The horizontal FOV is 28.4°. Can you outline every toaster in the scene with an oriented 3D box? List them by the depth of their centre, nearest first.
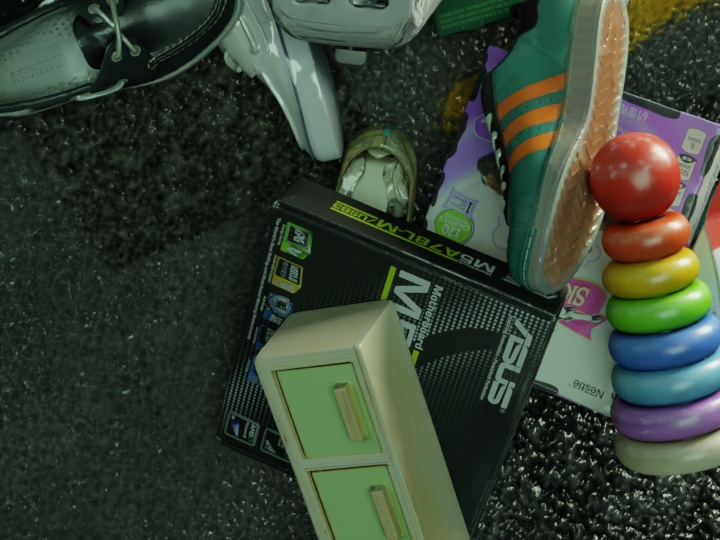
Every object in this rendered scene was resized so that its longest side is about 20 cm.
[{"bbox_3d":[0.002,-0.230,0.864,0.112,0.130,0.202,7,122,9],"label":"toaster"}]

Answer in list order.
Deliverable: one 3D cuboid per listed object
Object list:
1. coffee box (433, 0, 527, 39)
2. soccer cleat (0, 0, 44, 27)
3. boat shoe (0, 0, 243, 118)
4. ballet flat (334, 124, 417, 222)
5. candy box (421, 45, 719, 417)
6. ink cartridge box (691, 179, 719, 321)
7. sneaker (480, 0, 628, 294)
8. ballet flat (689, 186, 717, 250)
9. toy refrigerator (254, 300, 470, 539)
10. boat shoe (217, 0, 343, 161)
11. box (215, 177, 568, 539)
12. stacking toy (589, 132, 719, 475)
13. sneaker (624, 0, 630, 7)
[{"bbox_3d":[0.085,-0.267,0.937,0.122,0.044,0.202,-12,100,29],"label":"coffee box"},{"bbox_3d":[-0.207,-0.245,0.919,0.073,0.068,0.201,41,105,15],"label":"soccer cleat"},{"bbox_3d":[-0.170,-0.144,0.910,0.199,0.060,0.076,-24,95,14],"label":"boat shoe"},{"bbox_3d":[0.000,0.000,0.977,0.070,0.071,0.202,8,97,-9],"label":"ballet flat"},{"bbox_3d":[0.133,-0.025,0.957,0.166,0.071,0.202,21,93,16],"label":"candy box"},{"bbox_3d":[0.269,-0.012,0.940,0.050,0.160,0.201,37,126,28],"label":"ink cartridge box"},{"bbox_3d":[0.112,-0.082,0.890,0.079,0.071,0.202,4,70,32],"label":"sneaker"},{"bbox_3d":[0.220,0.007,1.013,0.199,0.068,0.067,-34,105,8],"label":"ballet flat"},{"bbox_3d":[0.006,0.126,0.900,0.075,0.070,0.202,-8,112,25],"label":"toy refrigerator"},{"bbox_3d":[-0.067,-0.164,0.952,0.065,0.074,0.202,-18,96,10],"label":"boat shoe"},{"bbox_3d":[0.015,0.065,0.932,0.192,0.048,0.201,24,121,12],"label":"box"},{"bbox_3d":[0.179,0.017,0.858,0.085,0.085,0.202,-14,102,-6],"label":"stacking toy"},{"bbox_3d":[0.149,-0.273,0.966,0.080,0.075,0.202,-8,96,7],"label":"sneaker"}]
